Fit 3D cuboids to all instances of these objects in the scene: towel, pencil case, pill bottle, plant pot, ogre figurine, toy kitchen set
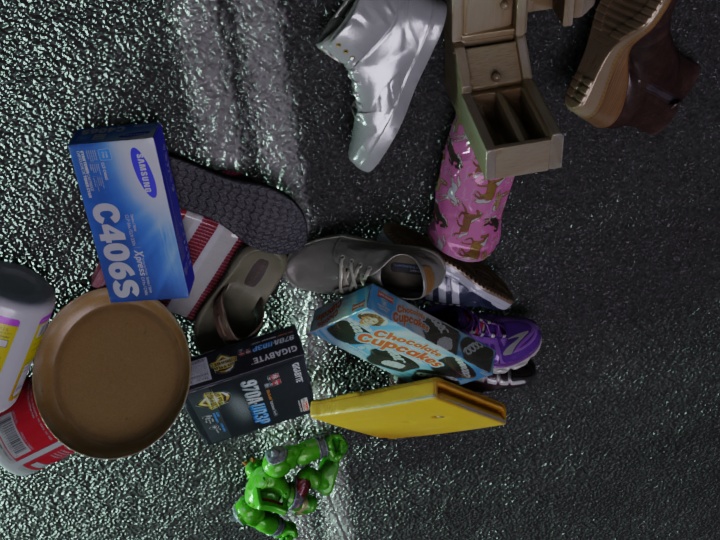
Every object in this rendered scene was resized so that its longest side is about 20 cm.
[{"bbox_3d":[-0.204,-0.007,1.216,0.199,0.023,0.144,22,120,-28],"label":"towel"},{"bbox_3d":[0.136,-0.106,1.164,0.083,0.086,0.201,-22,139,-36],"label":"pencil case"},{"bbox_3d":[-0.435,0.096,1.178,0.104,0.104,0.200,19,111,-24],"label":"pill bottle"},{"bbox_3d":[-0.364,0.169,1.270,0.199,0.112,0.112,-26,129,11],"label":"pill bottle"},{"bbox_3d":[-0.288,0.120,1.187,0.199,0.201,0.027,-23,167,8],"label":"plant pot"},{"bbox_3d":[-0.107,0.310,1.450,0.120,0.098,0.200,14,137,-35],"label":"ogre figurine"},{"bbox_3d":[0.180,-0.234,1.000,0.162,0.181,0.200,-10,135,-4],"label":"toy kitchen set"}]

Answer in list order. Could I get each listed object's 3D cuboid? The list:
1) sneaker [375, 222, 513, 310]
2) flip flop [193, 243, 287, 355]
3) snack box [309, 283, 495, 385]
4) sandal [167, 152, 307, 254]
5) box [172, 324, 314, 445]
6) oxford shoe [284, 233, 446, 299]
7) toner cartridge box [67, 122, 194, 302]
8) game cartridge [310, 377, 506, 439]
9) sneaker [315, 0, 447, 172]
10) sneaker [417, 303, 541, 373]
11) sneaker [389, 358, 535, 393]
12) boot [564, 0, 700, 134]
[{"bbox_3d":[0.087,0.024,1.266,0.199,0.070,0.109,25,116,-20],"label":"sneaker"},{"bbox_3d":[-0.144,0.050,1.224,0.081,0.058,0.200,17,124,-25],"label":"flip flop"},{"bbox_3d":[0.052,0.086,1.224,0.200,0.037,0.116,29,147,-27],"label":"snack box"},{"bbox_3d":[-0.149,-0.083,1.155,0.199,0.045,0.075,24,109,-11],"label":"sandal"},{"bbox_3d":[-0.143,0.150,1.286,0.158,0.046,0.200,-17,153,-7],"label":"box"},{"bbox_3d":[0.000,0.000,1.189,0.199,0.058,0.075,3,113,18],"label":"oxford shoe"},{"bbox_3d":[-0.250,-0.060,1.119,0.095,0.043,0.201,-5,121,4],"label":"toner cartridge box"},{"bbox_3d":[0.064,0.185,1.332,0.199,0.033,0.176,-13,155,35],"label":"game cartridge"},{"bbox_3d":[-0.001,-0.207,1.063,0.115,0.074,0.201,14,115,-20],"label":"sneaker"},{"bbox_3d":[0.144,0.082,1.308,0.199,0.081,0.084,1,146,-12],"label":"sneaker"},{"bbox_3d":[0.132,0.149,1.389,0.199,0.076,0.116,8,135,-7],"label":"sneaker"},{"bbox_3d":[0.319,-0.243,1.100,0.166,0.072,0.200,2,128,-41],"label":"boot"}]
